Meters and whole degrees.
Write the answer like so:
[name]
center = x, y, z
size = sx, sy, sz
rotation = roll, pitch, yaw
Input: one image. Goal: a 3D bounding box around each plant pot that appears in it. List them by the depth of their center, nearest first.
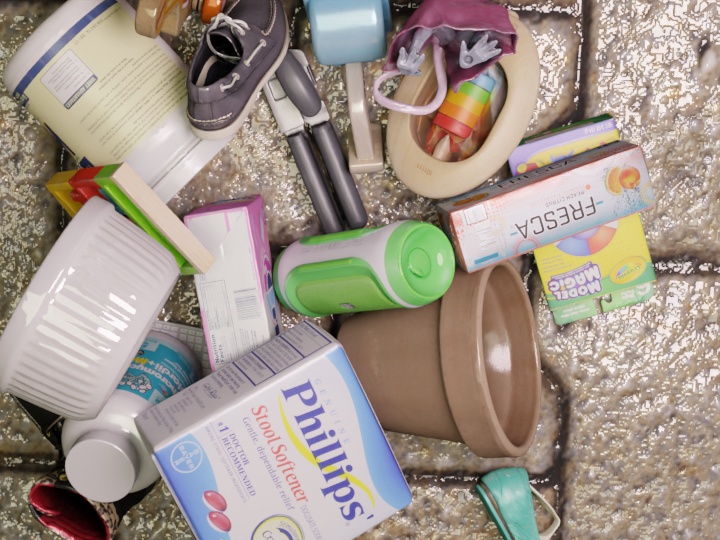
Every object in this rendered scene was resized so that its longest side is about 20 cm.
[plant pot]
center = 0.074, 0.093, 1.424
size = 0.173, 0.200, 0.202
rotation = -7, 104, 24

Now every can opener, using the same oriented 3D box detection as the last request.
[can opener]
center = -0.049, -0.126, 1.423
size = 0.053, 0.067, 0.201
rotation = -20, 101, 8

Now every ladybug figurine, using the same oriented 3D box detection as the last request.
[ladybug figurine]
center = 0.106, -0.163, 1.392
size = 0.135, 0.072, 0.201
rotation = 33, 95, 15

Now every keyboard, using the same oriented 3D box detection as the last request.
[keyboard]
center = -0.230, 0.077, 1.511
size = 0.198, 0.011, 0.057
rotation = 11, 104, 1

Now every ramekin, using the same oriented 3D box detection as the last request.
[ramekin]
center = -0.249, 0.042, 1.300
size = 0.105, 0.200, 0.201
rotation = 30, 103, -4

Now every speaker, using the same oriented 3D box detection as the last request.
[speaker]
center = 0.000, 0.000, 1.385
size = 0.199, 0.088, 0.089
rotation = -8, 108, 51

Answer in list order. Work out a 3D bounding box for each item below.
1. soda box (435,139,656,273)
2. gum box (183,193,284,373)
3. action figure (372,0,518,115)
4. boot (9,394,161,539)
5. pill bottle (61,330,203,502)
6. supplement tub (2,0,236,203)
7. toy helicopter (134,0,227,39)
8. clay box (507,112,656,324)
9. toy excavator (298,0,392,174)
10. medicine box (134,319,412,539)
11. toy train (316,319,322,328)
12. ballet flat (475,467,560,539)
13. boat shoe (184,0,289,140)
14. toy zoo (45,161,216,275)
[soda box]
center = 0.177, -0.063, 1.359
size = 0.199, 0.068, 0.064
rotation = -19, 103, -5
[gum box]
center = -0.121, 0.032, 1.433
size = 0.066, 0.114, 0.202
rotation = -9, 98, 5
[action figure]
center = 0.096, -0.253, 1.338
size = 0.133, 0.201, 0.149
rotation = 17, 135, -10
[boot]
center = -0.304, 0.190, 1.467
size = 0.200, 0.151, 0.073
rotation = 45, 114, -10
[pill bottle]
center = -0.232, 0.150, 1.423
size = 0.110, 0.200, 0.112
rotation = 3, 115, 7
[supplement tub]
center = -0.233, -0.164, 1.385
size = 0.145, 0.145, 0.200
rotation = -42, 97, 11
[toy helicopter]
center = -0.172, -0.278, 1.326
size = 0.078, 0.200, 0.133
rotation = 17, 121, -1
[clay box]
center = 0.226, -0.046, 1.436
size = 0.114, 0.048, 0.201
rotation = -16, 101, 6
[toy excavator]
center = -0.009, -0.213, 1.376
size = 0.099, 0.195, 0.202
rotation = -3, 75, 4
[medicine box]
center = -0.082, 0.179, 1.337
size = 0.199, 0.103, 0.183
rotation = -29, 109, -12
[toy train]
center = -0.043, 0.163, 1.466
size = 0.084, 0.116, 0.202
rotation = -5, 103, 4
[ballet flat]
center = 0.190, 0.299, 1.513
size = 0.070, 0.067, 0.201
rotation = -24, 103, -6
[boat shoe]
center = -0.118, -0.213, 1.347
size = 0.072, 0.201, 0.063
rotation = 5, 140, 16
[toy zoo]
center = -0.233, -0.047, 1.379
size = 0.131, 0.199, 0.020
rotation = 49, 65, -24
